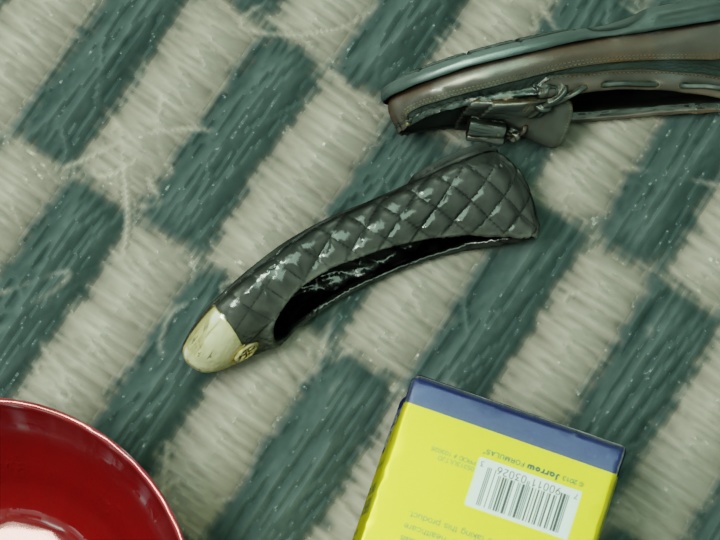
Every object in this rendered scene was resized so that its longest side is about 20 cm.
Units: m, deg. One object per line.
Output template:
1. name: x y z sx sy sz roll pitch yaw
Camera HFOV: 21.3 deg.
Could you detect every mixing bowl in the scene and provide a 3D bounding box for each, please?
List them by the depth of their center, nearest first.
1. mixing bowl: -0.174 0.166 0.920 0.200 0.108 0.200 0 80 -1

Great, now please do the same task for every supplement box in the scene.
1. supplement box: 0.041 0.166 0.927 0.109 0.109 0.200 19 79 1

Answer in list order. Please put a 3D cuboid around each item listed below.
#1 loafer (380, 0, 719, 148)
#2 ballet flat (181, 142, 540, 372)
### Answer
1. loafer: 0.113 -0.094 1.000 0.200 0.072 0.063 -15 86 -7
2. ballet flat: 0.000 0.000 0.977 0.200 0.066 0.057 -29 77 -7
